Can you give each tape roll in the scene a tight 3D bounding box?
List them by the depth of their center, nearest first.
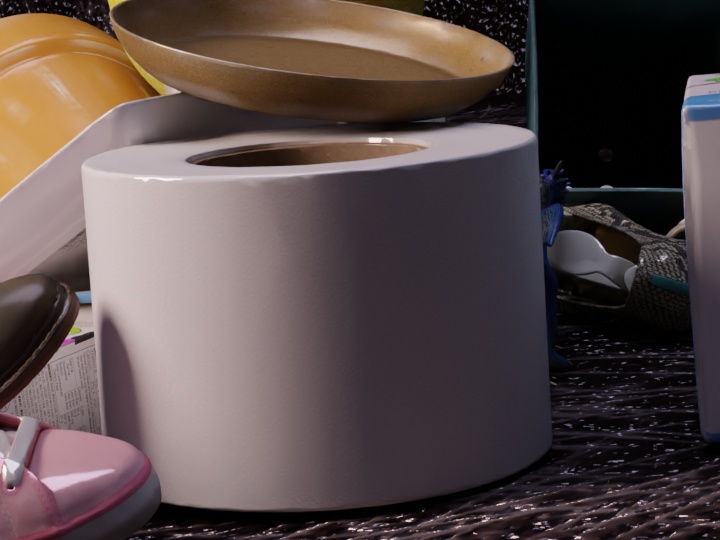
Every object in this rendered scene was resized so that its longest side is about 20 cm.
[{"bbox_3d":[-0.018,0.014,0.971,0.201,0.140,0.203,-4,8,1],"label":"tape roll"}]

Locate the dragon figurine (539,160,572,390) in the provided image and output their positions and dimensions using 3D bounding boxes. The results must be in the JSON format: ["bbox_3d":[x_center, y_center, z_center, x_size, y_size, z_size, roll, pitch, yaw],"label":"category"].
[{"bbox_3d":[0.079,-0.001,1.153,0.058,0.100,0.200,-3,14,10],"label":"dragon figurine"}]

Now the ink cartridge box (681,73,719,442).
[{"bbox_3d":[0.223,-0.017,1.008,0.145,0.147,0.200,-4,8,9],"label":"ink cartridge box"}]

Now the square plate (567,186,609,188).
[{"bbox_3d":[0.132,-0.042,1.682,0.198,0.029,0.198,-5,7,6],"label":"square plate"}]

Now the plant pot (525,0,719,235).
[{"bbox_3d":[0.172,-0.084,1.421,0.140,0.142,0.200,0,-18,0],"label":"plant pot"}]

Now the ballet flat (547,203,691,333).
[{"bbox_3d":[0.129,-0.007,1.268,0.075,0.068,0.200,17,1,-24],"label":"ballet flat"}]

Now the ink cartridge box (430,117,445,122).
[{"bbox_3d":[0.012,-0.048,1.483,0.067,0.118,0.200,-4,8,26],"label":"ink cartridge box"}]

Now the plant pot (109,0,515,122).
[{"bbox_3d":[-0.025,-0.104,1.082,0.198,0.028,0.200,7,16,-2],"label":"plant pot"}]

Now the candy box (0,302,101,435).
[{"bbox_3d":[-0.186,0.061,1.058,0.135,0.062,0.200,-3,8,23],"label":"candy box"}]

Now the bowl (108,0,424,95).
[{"bbox_3d":[-0.067,-0.135,1.342,0.198,0.108,0.200,9,-23,4],"label":"bowl"}]

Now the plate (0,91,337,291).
[{"bbox_3d":[-0.112,-0.035,1.137,0.199,0.032,0.199,-34,-11,36],"label":"plate"}]

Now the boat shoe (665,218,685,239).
[{"bbox_3d":[0.254,-0.015,1.234,0.062,0.072,0.199,5,-4,-35],"label":"boat shoe"}]

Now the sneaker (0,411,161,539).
[{"bbox_3d":[-0.180,0.064,0.841,0.198,0.105,0.075,-6,20,3],"label":"sneaker"}]

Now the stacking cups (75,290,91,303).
[{"bbox_3d":[-0.148,0.031,1.242,0.199,0.061,0.060,-9,9,-27],"label":"stacking cups"}]

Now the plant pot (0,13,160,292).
[{"bbox_3d":[-0.174,-0.041,1.382,0.199,0.202,0.183,-10,24,-29],"label":"plant pot"}]

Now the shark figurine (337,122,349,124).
[{"bbox_3d":[-0.042,-0.039,1.263,0.089,0.216,0.129,-6,39,-5],"label":"shark figurine"}]

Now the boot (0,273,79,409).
[{"bbox_3d":[-0.218,0.035,0.898,0.199,0.097,0.075,-30,30,0],"label":"boot"}]
